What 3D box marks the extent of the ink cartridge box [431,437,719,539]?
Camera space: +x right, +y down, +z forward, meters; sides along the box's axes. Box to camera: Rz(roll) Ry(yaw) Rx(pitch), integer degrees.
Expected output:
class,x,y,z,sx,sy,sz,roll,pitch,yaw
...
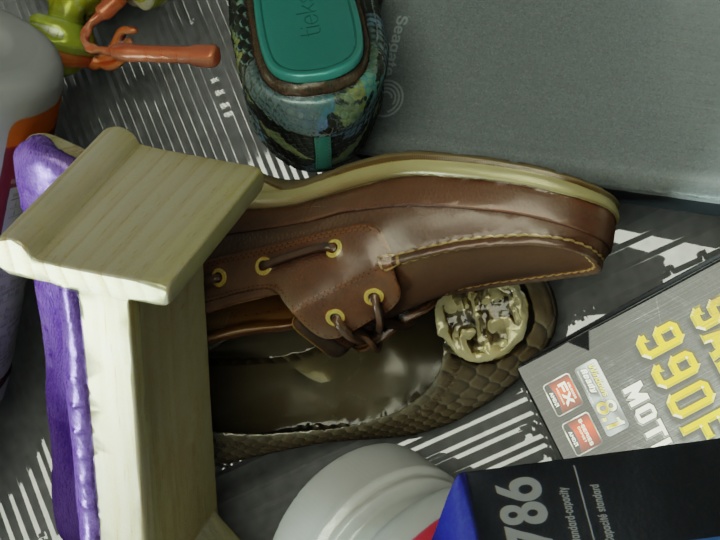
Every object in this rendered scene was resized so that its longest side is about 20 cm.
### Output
class,x,y,z,sx,sy,sz,roll,pitch,yaw
ink cartridge box,0.096,0.100,0.662,0.198,0.039,0.100,-9,36,-1

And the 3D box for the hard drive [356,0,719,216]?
class,x,y,z,sx,sy,sz,roll,pitch,yaw
hard drive,0.102,-0.096,0.797,0.199,0.033,0.141,9,80,27

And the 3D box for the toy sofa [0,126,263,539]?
class,x,y,z,sx,sy,sz,roll,pitch,yaw
toy sofa,-0.090,0.055,0.761,0.097,0.083,0.201,12,125,17

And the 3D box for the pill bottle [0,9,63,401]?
class,x,y,z,sx,sy,sz,roll,pitch,yaw
pill bottle,-0.183,0.000,0.814,0.109,0.110,0.201,22,115,16

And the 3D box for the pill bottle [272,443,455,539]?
class,x,y,z,sx,sy,sz,roll,pitch,yaw
pill bottle,0.055,0.143,0.738,0.200,0.111,0.111,34,93,44

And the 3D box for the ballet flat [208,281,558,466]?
class,x,y,z,sx,sy,sz,roll,pitch,yaw
ballet flat,-0.020,0.038,0.830,0.199,0.046,0.068,-14,80,12

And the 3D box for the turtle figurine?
class,x,y,z,sx,sy,sz,roll,pitch,yaw
turtle figurine,-0.105,-0.145,0.855,0.199,0.064,0.163,11,90,46

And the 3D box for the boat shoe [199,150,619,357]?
class,x,y,z,sx,sy,sz,roll,pitch,yaw
boat shoe,-0.001,0.000,0.785,0.199,0.072,0.068,-3,70,22

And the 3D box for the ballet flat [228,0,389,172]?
class,x,y,z,sx,sy,sz,roll,pitch,yaw
ballet flat,-0.025,-0.119,0.833,0.074,0.074,0.201,-12,49,12

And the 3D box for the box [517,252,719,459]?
class,x,y,z,sx,sy,sz,roll,pitch,yaw
box,0.172,0.088,0.774,0.158,0.048,0.201,-28,77,10
